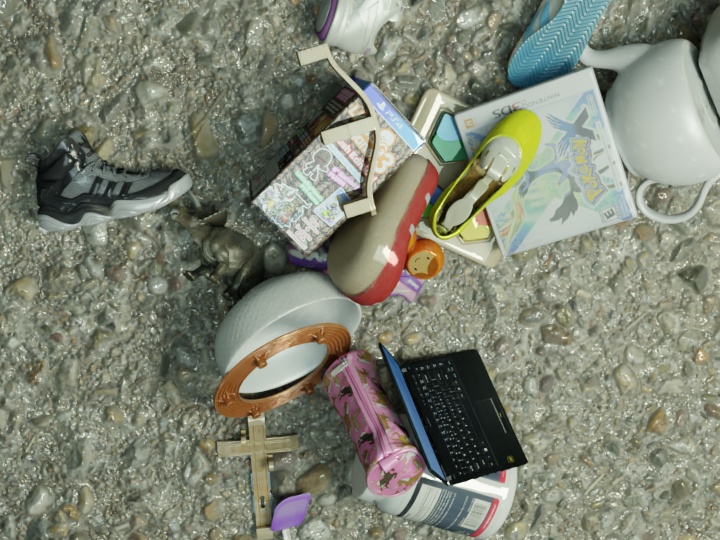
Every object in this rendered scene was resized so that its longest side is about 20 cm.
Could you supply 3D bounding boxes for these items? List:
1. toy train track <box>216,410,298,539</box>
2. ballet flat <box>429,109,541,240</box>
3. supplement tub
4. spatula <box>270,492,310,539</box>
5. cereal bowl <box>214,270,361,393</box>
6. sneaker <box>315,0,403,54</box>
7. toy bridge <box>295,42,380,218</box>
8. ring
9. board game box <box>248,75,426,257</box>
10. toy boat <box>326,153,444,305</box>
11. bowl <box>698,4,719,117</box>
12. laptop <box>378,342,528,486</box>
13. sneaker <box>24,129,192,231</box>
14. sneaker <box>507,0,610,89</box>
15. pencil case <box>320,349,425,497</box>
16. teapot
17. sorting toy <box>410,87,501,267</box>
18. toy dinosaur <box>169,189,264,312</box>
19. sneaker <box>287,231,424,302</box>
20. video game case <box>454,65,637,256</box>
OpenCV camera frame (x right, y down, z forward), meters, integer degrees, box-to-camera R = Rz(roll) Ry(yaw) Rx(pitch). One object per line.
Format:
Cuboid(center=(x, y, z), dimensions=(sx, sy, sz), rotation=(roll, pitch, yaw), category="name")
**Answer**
Cuboid(center=(-0.140, 0.291, 1.316), dimensions=(0.114, 0.033, 0.201), rotation=(-4, 105, -7), category="toy train track")
Cuboid(center=(0.156, -0.114, 1.180), dimensions=(0.067, 0.067, 0.200), rotation=(40, 112, -1), category="ballet flat")
Cuboid(center=(0.101, 0.278, 1.289), dimensions=(0.199, 0.140, 0.141), rotation=(19, 101, -12), category="supplement tub")
Cuboid(center=(-0.106, 0.410, 1.350), dimensions=(0.056, 0.021, 0.201), rotation=(-5, 110, -33), category="spatula")
Cuboid(center=(-0.103, 0.068, 1.206), dimensions=(0.200, 0.200, 0.084), rotation=(-34, 64, 2), category="cereal bowl")
Cuboid(center=(0.017, -0.366, 1.164), dimensions=(0.099, 0.075, 0.201), rotation=(17, 106, -25), category="sneaker")
Cuboid(center=(-0.012, -0.158, 1.058), dimensions=(0.067, 0.027, 0.201), rotation=(-18, 102, -3), category="toy bridge")
Cuboid(center=(-0.097, 0.136, 1.217), dimensions=(0.200, 0.200, 0.019), rotation=(-33, 65, 1), category="ring")
Cuboid(center=(-0.035, -0.133, 1.159), dimensions=(0.200, 0.160, 0.097), rotation=(-44, 105, 5), category="board game box")
Cuboid(center=(0.049, -0.037, 1.156), dimensions=(0.131, 0.130, 0.201), rotation=(39, 56, -17), category="toy boat")
Cuboid(center=(0.494, -0.245, 1.201), dimensions=(0.074, 0.200, 0.201), rotation=(-18, 112, 31), category="bowl")
Cuboid(center=(0.122, 0.174, 1.212), dimensions=(0.199, 0.103, 0.178), rotation=(-8, 62, -27), category="laptop")
Cuboid(center=(-0.317, -0.123, 1.165), dimensions=(0.199, 0.076, 0.114), rotation=(-13, 107, 0), category="sneaker")
Cuboid(center=(0.258, -0.321, 1.199), dimensions=(0.076, 0.081, 0.200), rotation=(27, 118, -15), category="sneaker")
Cuboid(center=(0.015, 0.191, 1.185), dimensions=(0.086, 0.200, 0.083), rotation=(17, 118, -34), category="pencil case")
Cuboid(center=(0.381, -0.188, 1.210), dimensions=(0.146, 0.201, 0.197), rotation=(-19, 150, 34), category="teapot")
Cuboid(center=(0.137, -0.120, 1.249), dimensions=(0.199, 0.036, 0.186), rotation=(23, 100, -13), category="sorting toy")
Cuboid(center=(-0.164, -0.011, 1.214), dimensions=(0.200, 0.077, 0.103), rotation=(41, 62, -28), category="toy dinosaur")
Cuboid(center=(0.000, 0.000, 1.245), dimensions=(0.199, 0.081, 0.089), rotation=(6, 122, -6), category="sneaker")
Cuboid(center=(0.237, -0.136, 1.200), dimensions=(0.181, 0.022, 0.201), rotation=(-17, 103, 18), category="video game case")
